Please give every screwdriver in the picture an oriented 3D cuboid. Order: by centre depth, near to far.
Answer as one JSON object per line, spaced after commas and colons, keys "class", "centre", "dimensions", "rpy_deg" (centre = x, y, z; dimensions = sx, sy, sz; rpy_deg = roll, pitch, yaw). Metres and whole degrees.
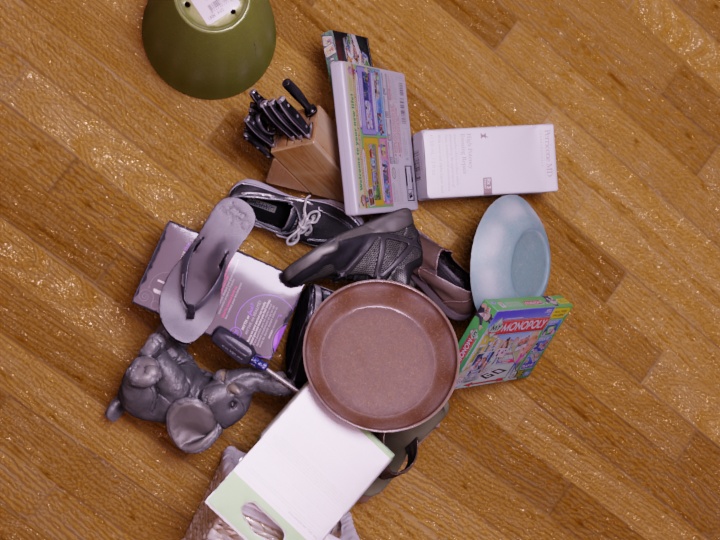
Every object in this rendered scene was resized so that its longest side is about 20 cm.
{"class": "screwdriver", "centre": [-0.106, 0.134, 1.167], "dimensions": [0.200, 0.028, 0.029], "rpy_deg": [31, 93, -1]}

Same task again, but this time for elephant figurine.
{"class": "elephant figurine", "centre": [-0.215, 0.172, 1.210], "dimensions": [0.200, 0.155, 0.142], "rpy_deg": [33, 60, -4]}

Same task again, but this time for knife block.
{"class": "knife block", "centre": [-0.061, -0.175, 1.209], "dimensions": [0.199, 0.176, 0.064], "rpy_deg": [14, 62, -11]}

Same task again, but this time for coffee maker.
{"class": "coffee maker", "centre": [-0.002, 0.128, 1.253], "dimensions": [0.199, 0.135, 0.193], "rpy_deg": [11, 90, -10]}

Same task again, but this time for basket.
{"class": "basket", "centre": [-0.125, 0.366, 1.208], "dimensions": [0.200, 0.198, 0.161], "rpy_deg": [27, 91, -11]}

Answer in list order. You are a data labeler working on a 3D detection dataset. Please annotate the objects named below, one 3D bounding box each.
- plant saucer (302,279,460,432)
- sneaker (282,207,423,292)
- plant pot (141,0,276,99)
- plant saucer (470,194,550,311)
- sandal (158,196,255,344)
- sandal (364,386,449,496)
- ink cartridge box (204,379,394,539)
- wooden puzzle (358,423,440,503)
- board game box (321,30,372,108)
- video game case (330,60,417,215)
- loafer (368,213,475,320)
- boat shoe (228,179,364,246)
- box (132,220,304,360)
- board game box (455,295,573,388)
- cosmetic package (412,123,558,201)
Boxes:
{"class": "plant saucer", "centre": [0.025, 0.110, 1.143], "dimensions": [0.200, 0.037, 0.201], "rpy_deg": [3, 66, -7]}
{"class": "sneaker", "centre": [0.000, 0.000, 1.197], "dimensions": [0.199, 0.076, 0.114], "rpy_deg": [-22, 87, -24]}
{"class": "plant pot", "centre": [-0.193, -0.331, 1.170], "dimensions": [0.187, 0.200, 0.188], "rpy_deg": [0, 92, -11]}
{"class": "plant saucer", "centre": [0.226, -0.007, 1.283], "dimensions": [0.201, 0.039, 0.202], "rpy_deg": [-7, 100, -48]}
{"class": "sandal", "centre": [-0.200, -0.003, 1.150], "dimensions": [0.076, 0.043, 0.201], "rpy_deg": [24, 85, -10]}
{"class": "sandal", "centre": [0.044, 0.234, 1.193], "dimensions": [0.080, 0.057, 0.201], "rpy_deg": [22, 122, -21]}
{"class": "ink cartridge box", "centre": [-0.075, 0.255, 1.116], "dimensions": [0.146, 0.048, 0.200], "rpy_deg": [43, 73, -2]}
{"class": "wooden puzzle", "centre": [-0.018, 0.232, 1.245], "dimensions": [0.185, 0.037, 0.200], "rpy_deg": [28, 120, -24]}
{"class": "board game box", "centre": [-0.003, -0.230, 1.262], "dimensions": [0.023, 0.105, 0.201], "rpy_deg": [-9, 92, 27]}
{"class": "video game case", "centre": [0.022, -0.179, 1.242], "dimensions": [0.022, 0.182, 0.201], "rpy_deg": [-4, 93, 30]}
{"class": "loafer", "centre": [0.098, -0.020, 1.279], "dimensions": [0.200, 0.071, 0.073], "rpy_deg": [41, 47, 3]}
{"class": "boat shoe", "centre": [-0.088, -0.073, 1.255], "dimensions": [0.199, 0.068, 0.074], "rpy_deg": [23, 109, -10]}
{"class": "box", "centre": [-0.193, 0.028, 1.228], "dimensions": [0.200, 0.106, 0.123], "rpy_deg": [25, 85, -10]}
{"class": "board game box", "centre": [0.206, 0.098, 1.260], "dimensions": [0.200, 0.029, 0.135], "rpy_deg": [-1, 126, -48]}
{"class": "cosmetic package", "centre": [0.181, -0.157, 1.311], "dimensions": [0.199, 0.074, 0.102], "rpy_deg": [-6, 93, -9]}
